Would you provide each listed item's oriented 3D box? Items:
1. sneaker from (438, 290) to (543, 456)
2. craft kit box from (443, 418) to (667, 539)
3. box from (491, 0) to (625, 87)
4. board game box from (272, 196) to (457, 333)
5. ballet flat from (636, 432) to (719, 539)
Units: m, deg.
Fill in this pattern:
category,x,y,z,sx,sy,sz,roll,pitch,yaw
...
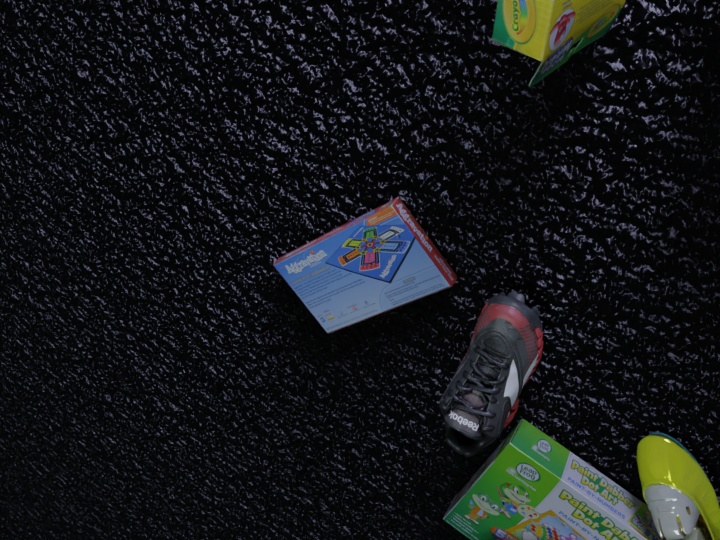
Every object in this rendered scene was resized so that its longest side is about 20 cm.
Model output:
category,x,y,z,sx,sy,sz,roll,pitch,yaw
sneaker,0.126,0.111,0.966,0.071,0.098,0.201,27,136,17
craft kit box,0.215,0.282,1.088,0.199,0.049,0.198,34,136,7
box,0.145,-0.229,0.642,0.048,0.117,0.201,30,139,29
board game box,0.000,0.000,1.023,0.199,0.019,0.103,-23,111,46
ballet flat,0.323,0.254,0.963,0.067,0.067,0.201,-11,117,43
